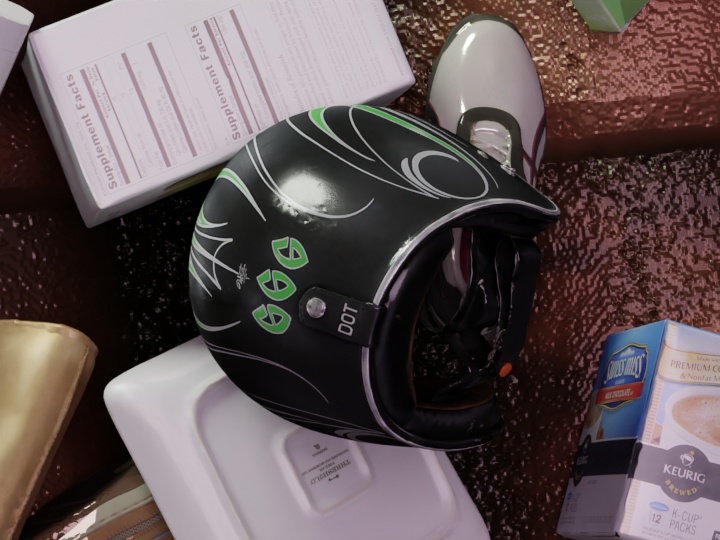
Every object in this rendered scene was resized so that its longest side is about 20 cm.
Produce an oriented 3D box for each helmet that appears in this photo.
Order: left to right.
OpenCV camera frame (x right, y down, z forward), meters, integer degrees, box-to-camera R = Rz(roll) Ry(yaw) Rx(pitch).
[{"bbox_3d":[0.000,0.000,1.552,0.199,0.190,0.201,-20,122,-36],"label":"helmet"}]

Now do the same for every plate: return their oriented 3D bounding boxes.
[{"bbox_3d":[-0.027,0.114,1.633,0.199,0.032,0.201,-27,90,-36],"label":"plate"}]

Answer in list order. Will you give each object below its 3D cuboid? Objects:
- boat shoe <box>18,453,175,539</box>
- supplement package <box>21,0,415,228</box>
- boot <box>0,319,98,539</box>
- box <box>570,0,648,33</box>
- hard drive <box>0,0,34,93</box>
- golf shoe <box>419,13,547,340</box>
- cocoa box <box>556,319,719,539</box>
[{"bbox_3d":[-0.131,0.152,1.636,0.199,0.072,0.076,-33,103,-11],"label":"boat shoe"},{"bbox_3d":[-0.086,-0.115,1.639,0.199,0.114,0.110,-23,89,-10],"label":"supplement package"},{"bbox_3d":[-0.249,0.128,1.612,0.174,0.066,0.201,2,64,26],"label":"boot"},{"bbox_3d":[0.141,-0.265,1.687,0.144,0.036,0.200,-45,114,-18],"label":"box"},{"bbox_3d":[-0.283,-0.085,1.594,0.131,0.026,0.201,24,114,-7],"label":"hard drive"},{"bbox_3d":[0.079,-0.058,1.678,0.077,0.088,0.202,4,84,-8],"label":"golf shoe"},{"bbox_3d":[0.239,0.119,1.668,0.199,0.133,0.132,16,82,-9],"label":"cocoa box"}]
